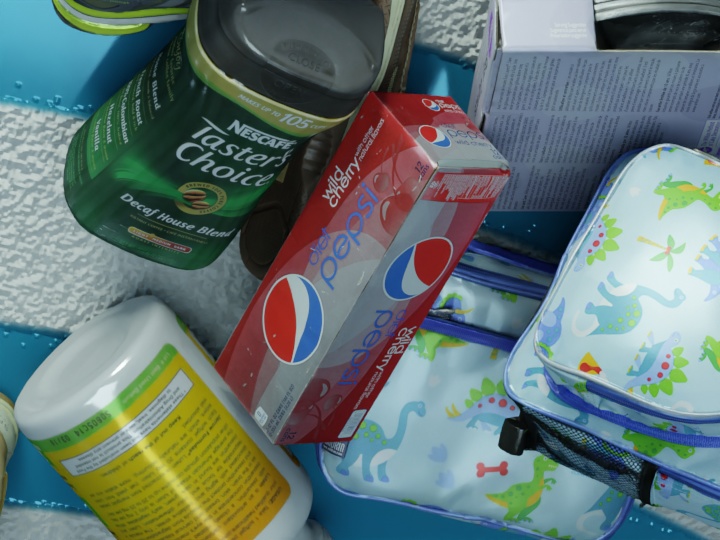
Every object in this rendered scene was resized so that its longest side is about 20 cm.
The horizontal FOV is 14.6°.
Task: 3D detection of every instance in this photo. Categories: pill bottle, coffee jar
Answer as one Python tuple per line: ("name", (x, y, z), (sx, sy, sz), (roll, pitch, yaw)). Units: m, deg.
("pill bottle", (-0.098, 0.122, 1.635), (0.111, 0.111, 0.200), (-36, 109, 9))
("coffee jar", (-0.074, -0.088, 1.526), (0.104, 0.085, 0.200), (22, 138, -23))

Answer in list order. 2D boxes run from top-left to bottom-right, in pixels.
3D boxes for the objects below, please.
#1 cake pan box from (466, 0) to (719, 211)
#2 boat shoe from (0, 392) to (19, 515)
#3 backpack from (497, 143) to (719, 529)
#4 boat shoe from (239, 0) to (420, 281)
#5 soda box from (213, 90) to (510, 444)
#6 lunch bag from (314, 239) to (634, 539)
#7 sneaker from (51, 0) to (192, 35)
("cake pan box", (0.153, -0.094, 1.542), (0.184, 0.052, 0.200), (-2, 155, -4))
("boat shoe", (-0.259, 0.164, 1.663), (0.074, 0.066, 0.200), (18, 108, -10))
("backpack", (0.194, 0.043, 1.504), (0.200, 0.147, 0.183), (25, 74, 18))
("boat shoe", (-0.004, -0.086, 1.595), (0.075, 0.075, 0.202), (11, 108, -40))
("soda box", (0.000, 0.000, 1.540), (0.063, 0.070, 0.200), (1, 129, -44))
("lunch bag", (0.076, 0.066, 1.645), (0.200, 0.082, 0.161), (16, 106, -11))
("sneaker", (-0.076, -0.174, 1.524), (0.200, 0.081, 0.074), (-12, 78, 3))
